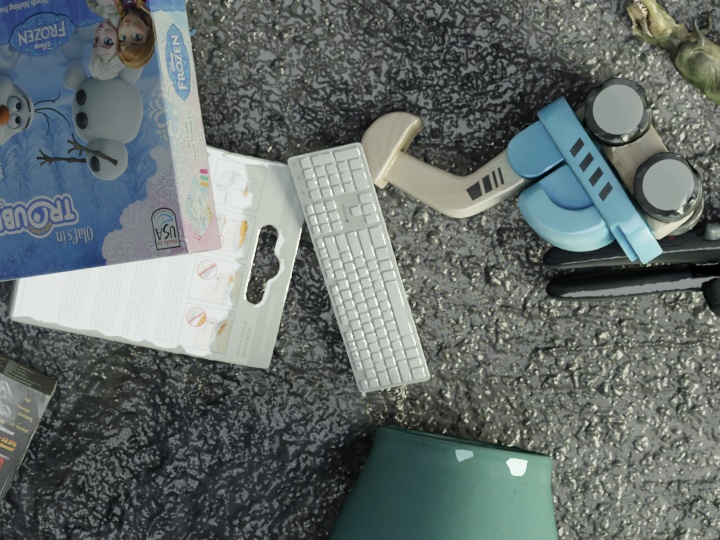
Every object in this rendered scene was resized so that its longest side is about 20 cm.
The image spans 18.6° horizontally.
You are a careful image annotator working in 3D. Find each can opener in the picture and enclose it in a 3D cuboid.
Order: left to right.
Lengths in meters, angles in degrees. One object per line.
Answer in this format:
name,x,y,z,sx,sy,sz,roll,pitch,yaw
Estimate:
can opener,0.235,-0.005,1.635,0.199,0.079,0.064,3,111,7

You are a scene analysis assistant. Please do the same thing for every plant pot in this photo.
plant pot,0.060,0.216,1.623,0.199,0.200,0.189,9,87,-4

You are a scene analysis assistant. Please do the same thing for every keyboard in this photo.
keyboard,0.000,0.000,1.629,0.056,0.011,0.200,-9,116,17

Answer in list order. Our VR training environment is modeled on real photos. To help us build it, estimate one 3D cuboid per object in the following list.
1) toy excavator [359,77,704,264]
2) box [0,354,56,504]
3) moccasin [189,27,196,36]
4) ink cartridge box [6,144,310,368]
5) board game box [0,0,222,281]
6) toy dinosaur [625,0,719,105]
toy excavator,0.123,-0.067,1.591,0.200,0.100,0.195,-33,80,4
box,-0.351,0.114,1.650,0.200,0.050,0.158,25,101,-7
moccasin,-0.155,-0.184,1.566,0.080,0.068,0.201,0,98,42
ink cartridge box,-0.149,-0.024,1.632,0.199,0.047,0.161,11,102,-10
board game box,-0.199,-0.100,1.535,0.200,0.043,0.200,-8,92,34
toy dinosaur,0.283,-0.146,1.608,0.200,0.047,0.088,46,112,-5
